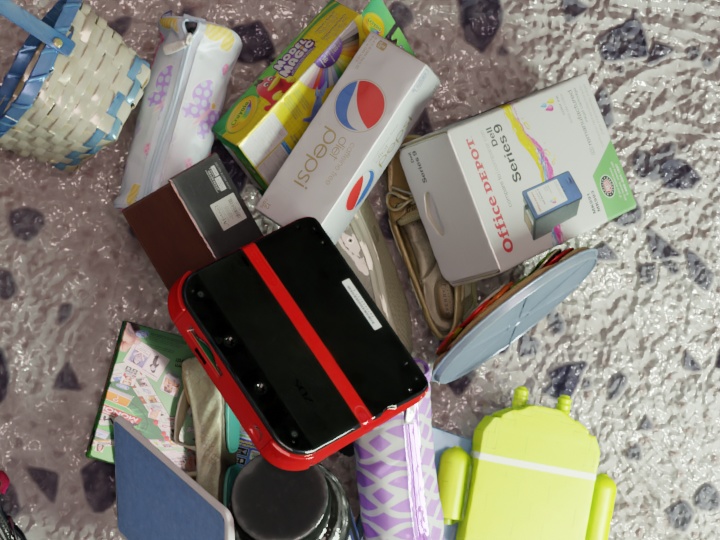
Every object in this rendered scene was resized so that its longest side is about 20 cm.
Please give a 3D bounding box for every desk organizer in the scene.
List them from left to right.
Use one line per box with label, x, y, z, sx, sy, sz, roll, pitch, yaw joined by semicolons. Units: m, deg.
desk organizer;-0.126;0.005;1.667;0.072;0.077;0.201;-36;98;-49

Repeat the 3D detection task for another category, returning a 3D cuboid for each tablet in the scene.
tablet;-0.168;0.226;1.646;0.014;0.200;0.131;-17;122;-33

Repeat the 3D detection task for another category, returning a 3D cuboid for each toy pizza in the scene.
toy pizza;0.141;0.036;1.737;0.200;0.200;0.032;-35;77;-11

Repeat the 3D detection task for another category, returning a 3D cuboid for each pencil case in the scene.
pencil case;-0.171;-0.140;1.723;0.083;0.091;0.201;14;86;-9
pencil case;0.038;0.177;1.696;0.084;0.085;0.201;-18;109;-33

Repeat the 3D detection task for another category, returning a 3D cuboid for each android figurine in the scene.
android figurine;0.161;0.214;1.765;0.181;0.041;0.201;10;85;-12

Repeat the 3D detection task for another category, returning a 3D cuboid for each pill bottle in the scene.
pill bottle;-0.060;0.233;1.641;0.111;0.200;0.112;-2;65;4

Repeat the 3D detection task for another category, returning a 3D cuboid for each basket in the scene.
basket;-0.308;-0.185;1.659;0.199;0.176;0.140;27;67;-24

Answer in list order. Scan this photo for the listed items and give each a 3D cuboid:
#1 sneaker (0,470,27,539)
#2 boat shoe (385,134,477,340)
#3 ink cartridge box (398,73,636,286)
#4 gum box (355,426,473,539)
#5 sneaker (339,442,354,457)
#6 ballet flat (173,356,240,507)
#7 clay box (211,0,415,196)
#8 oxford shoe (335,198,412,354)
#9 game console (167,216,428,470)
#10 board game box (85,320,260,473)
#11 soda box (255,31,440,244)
sneaker;-0.331;0.281;1.679;0.074;0.081;0.201;-19;92;-14
boat shoe;0.067;-0.033;1.777;0.073;0.063;0.202;-10;94;13
ink cartridge box;0.152;-0.088;1.761;0.200;0.087;0.146;-23;94;-35
gum box;0.099;0.252;1.793;0.199;0.045;0.171;20;84;-11
sneaker;-0.021;0.071;1.737;0.082;0.070;0.201;-28;109;-28
ballet flat;-0.143;0.177;1.713;0.062;0.067;0.201;-1;84;13
clay box;-0.039;-0.166;1.747;0.200;0.048;0.115;-48;140;-11
oxford shoe;0.000;0.000;1.773;0.058;0.075;0.201;-20;97;14
game console;-0.056;0.062;1.598;0.177;0.031;0.200;-27;77;-37
board game box;-0.149;0.139;1.750;0.199;0.029;0.135;17;86;-12
soda box;-0.011;-0.118;1.705;0.068;0.064;0.200;33;90;18
